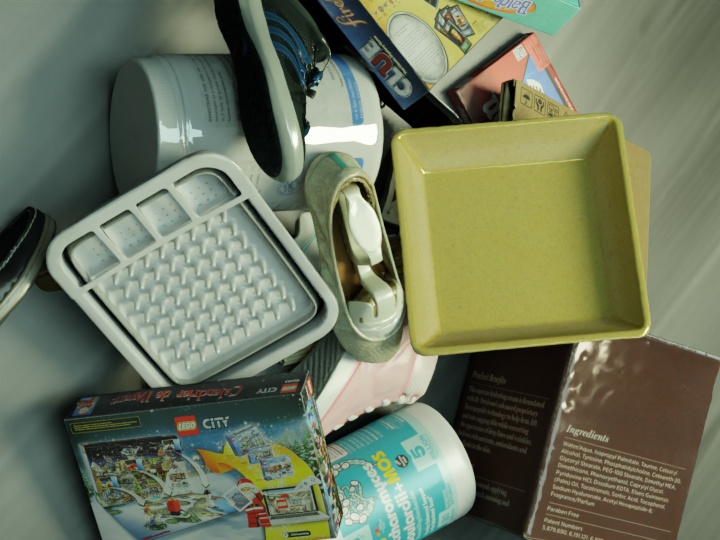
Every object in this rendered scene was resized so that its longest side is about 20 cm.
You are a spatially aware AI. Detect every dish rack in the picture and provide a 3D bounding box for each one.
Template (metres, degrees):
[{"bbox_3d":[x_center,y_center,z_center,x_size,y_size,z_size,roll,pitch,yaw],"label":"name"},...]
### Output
[{"bbox_3d":[-0.130,0.002,1.321,0.171,0.044,0.200,-29,123,11],"label":"dish rack"}]

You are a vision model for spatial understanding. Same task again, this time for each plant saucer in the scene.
[{"bbox_3d":[0.132,-0.026,1.422,0.198,0.048,0.201,-5,72,-1],"label":"plant saucer"}]

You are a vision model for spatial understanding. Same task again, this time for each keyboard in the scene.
[{"bbox_3d":[0.002,-0.194,1.445,0.200,0.104,0.040,40,73,-21],"label":"keyboard"}]

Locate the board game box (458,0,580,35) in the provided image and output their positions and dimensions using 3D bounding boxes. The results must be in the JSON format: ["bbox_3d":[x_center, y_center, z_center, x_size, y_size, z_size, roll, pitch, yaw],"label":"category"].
[{"bbox_3d":[0.110,-0.314,1.468,0.151,0.045,0.201,16,53,-26],"label":"board game box"}]

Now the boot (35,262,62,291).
[{"bbox_3d":[-0.168,0.005,1.369,0.198,0.074,0.076,-9,95,-8],"label":"boot"}]

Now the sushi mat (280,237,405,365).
[{"bbox_3d":[0.009,0.018,1.510,0.199,0.012,0.096,-13,99,-25],"label":"sushi mat"}]

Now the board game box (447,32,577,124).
[{"bbox_3d":[0.169,-0.110,1.578,0.103,0.019,0.201,-37,108,-19],"label":"board game box"}]

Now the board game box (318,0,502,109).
[{"bbox_3d":[0.047,-0.237,1.433,0.136,0.035,0.200,51,40,-7],"label":"board game box"}]

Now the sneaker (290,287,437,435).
[{"bbox_3d":[-0.004,0.108,1.469,0.105,0.075,0.201,42,81,-30],"label":"sneaker"}]

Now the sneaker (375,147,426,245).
[{"bbox_3d":[0.065,-0.020,1.497,0.115,0.076,0.202,-13,88,-16],"label":"sneaker"}]

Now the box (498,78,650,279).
[{"bbox_3d":[0.196,-0.065,1.539,0.199,0.021,0.165,22,65,-40],"label":"box"}]

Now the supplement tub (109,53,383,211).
[{"bbox_3d":[-0.094,-0.113,1.386,0.199,0.132,0.133,-3,94,-26],"label":"supplement tub"}]

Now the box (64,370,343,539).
[{"bbox_3d":[-0.125,0.159,1.359,0.198,0.038,0.137,-7,114,12],"label":"box"}]

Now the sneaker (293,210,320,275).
[{"bbox_3d":[-0.084,0.032,1.433,0.200,0.070,0.080,-44,93,-8],"label":"sneaker"}]

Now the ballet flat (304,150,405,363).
[{"bbox_3d":[0.000,0.000,1.362,0.067,0.062,0.201,-28,119,-18],"label":"ballet flat"}]

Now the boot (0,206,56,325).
[{"bbox_3d":[-0.346,-0.002,1.303,0.151,0.073,0.200,43,80,-22],"label":"boot"}]

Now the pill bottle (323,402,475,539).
[{"bbox_3d":[-0.007,0.202,1.458,0.199,0.111,0.111,-26,104,-23],"label":"pill bottle"}]

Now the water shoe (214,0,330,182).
[{"bbox_3d":[-0.056,-0.161,1.305,0.078,0.072,0.201,-3,63,-24],"label":"water shoe"}]

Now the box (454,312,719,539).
[{"bbox_3d":[0.194,0.148,1.524,0.163,0.166,0.201,17,86,-25],"label":"box"}]
